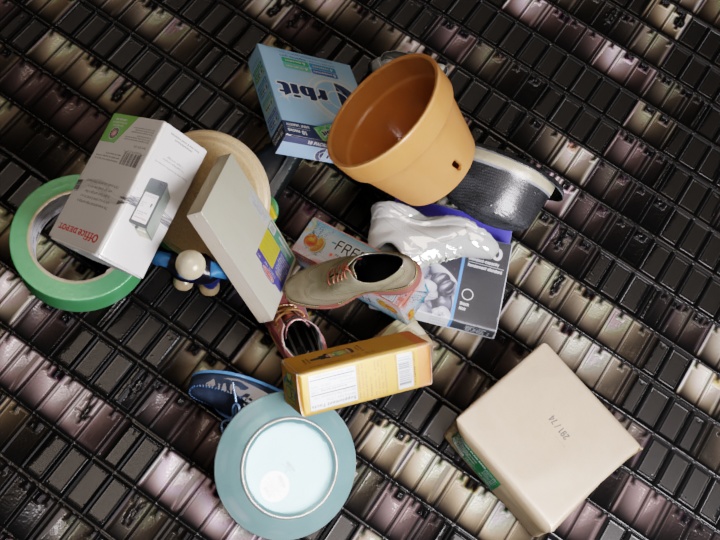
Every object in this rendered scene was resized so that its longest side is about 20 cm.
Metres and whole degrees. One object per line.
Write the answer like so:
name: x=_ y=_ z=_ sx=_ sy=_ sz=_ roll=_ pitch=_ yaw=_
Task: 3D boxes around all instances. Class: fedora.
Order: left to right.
fedora: x=0.204 y=-0.120 z=1.566 sx=0.199 sy=0.201 sz=0.092 roll=23 pitch=85 yaw=3

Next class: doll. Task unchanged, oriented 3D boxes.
doll: x=-0.227 y=-0.001 z=1.434 sx=0.135 sy=0.200 sz=0.049 roll=11 pitch=82 yaw=-3

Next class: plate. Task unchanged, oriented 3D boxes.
plate: x=-0.098 y=0.265 z=1.396 sx=0.198 sy=0.026 sz=0.202 roll=1 pitch=88 yaw=-19

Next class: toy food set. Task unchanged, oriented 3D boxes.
toy food set: x=-0.225 y=-0.105 z=1.513 sx=0.199 sy=0.049 sz=0.199 roll=-25 pitch=97 yaw=12

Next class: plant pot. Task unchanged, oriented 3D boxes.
plant pot: x=0.070 y=-0.186 z=1.476 sx=0.140 sy=0.199 sz=0.201 roll=42 pitch=62 yaw=-34

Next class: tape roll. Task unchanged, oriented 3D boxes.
tape roll: x=-0.408 y=-0.042 z=1.514 sx=0.199 sy=0.048 sz=0.202 roll=3 pitch=67 yaw=-6

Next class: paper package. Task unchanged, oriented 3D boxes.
paper package: x=0.251 y=0.240 z=1.449 sx=0.190 sy=0.104 sz=0.200 roll=-37 pitch=77 yaw=-19

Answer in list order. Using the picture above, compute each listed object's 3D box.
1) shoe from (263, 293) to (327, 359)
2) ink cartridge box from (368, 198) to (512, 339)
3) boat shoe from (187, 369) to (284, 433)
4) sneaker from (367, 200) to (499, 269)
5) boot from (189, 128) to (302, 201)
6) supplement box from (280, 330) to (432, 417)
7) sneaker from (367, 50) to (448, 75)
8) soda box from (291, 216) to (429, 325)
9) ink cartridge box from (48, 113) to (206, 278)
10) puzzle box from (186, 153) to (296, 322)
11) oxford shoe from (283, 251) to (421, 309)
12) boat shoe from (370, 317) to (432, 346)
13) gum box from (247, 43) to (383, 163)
shoe: x=-0.100 y=0.072 z=1.480 sx=0.071 sy=0.091 sz=0.201 roll=-22 pitch=72 yaw=-15
ink cartridge box: x=0.128 y=-0.015 z=1.572 sx=0.196 sy=0.043 sz=0.201 roll=13 pitch=66 yaw=0
boat shoe: x=-0.146 y=0.194 z=1.428 sx=0.198 sy=0.084 sz=0.069 roll=15 pitch=57 yaw=2
sneaker: x=0.102 y=-0.032 z=1.521 sx=0.198 sy=0.078 sz=0.100 roll=12 pitch=72 yaw=11
boot: x=-0.183 y=-0.177 z=1.581 sx=0.167 sy=0.076 sz=0.201 roll=30 pitch=73 yaw=2
supplement box: x=-0.004 y=0.138 z=1.402 sx=0.198 sy=0.066 sz=0.069 roll=-9 pitch=106 yaw=-23
sneaker: x=0.045 y=-0.286 z=1.665 sx=0.115 sy=0.075 sz=0.200 roll=35 pitch=58 yaw=13
soda box: x=0.000 y=0.000 z=1.502 sx=0.199 sy=0.068 sz=0.064 roll=28 pitch=73 yaw=25
ink cartridge box: x=-0.321 y=-0.105 z=1.420 sx=0.145 sy=0.084 sz=0.201 roll=16 pitch=77 yaw=46
puzzle box: x=-0.159 y=-0.043 z=1.424 sx=0.025 sy=0.201 sz=0.134 roll=-13 pitch=36 yaw=25
oxford shoe: x=-0.020 y=0.004 z=1.424 sx=0.198 sy=0.075 sz=0.071 roll=-12 pitch=68 yaw=14
boat shoe: x=0.018 y=0.139 z=1.478 sx=0.199 sy=0.071 sz=0.065 roll=-36 pitch=75 yaw=-20
gum box: x=-0.071 y=-0.251 z=1.582 sx=0.169 sy=0.045 sz=0.201 roll=6 pitch=47 yaw=-32
